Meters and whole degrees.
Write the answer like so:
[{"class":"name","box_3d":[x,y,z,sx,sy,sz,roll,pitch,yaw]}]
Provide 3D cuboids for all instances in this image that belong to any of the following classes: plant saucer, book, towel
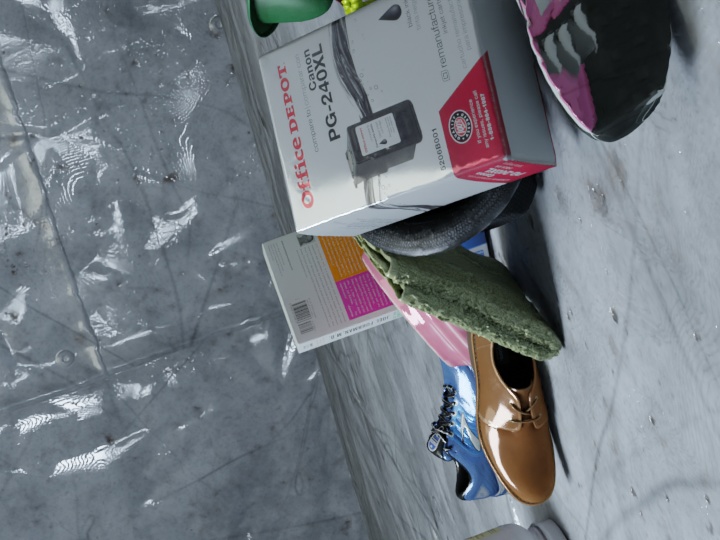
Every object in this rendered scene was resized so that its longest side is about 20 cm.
[{"class":"plant saucer","box_3d":[0.067,0.028,1.297,0.201,0.051,0.201,49,-176,-5]},{"class":"book","box_3d":[0.000,0.000,1.421,0.048,0.197,0.135,91,159,-65]},{"class":"towel","box_3d":[0.081,0.008,1.081,0.198,0.037,0.149,25,-162,-30]}]

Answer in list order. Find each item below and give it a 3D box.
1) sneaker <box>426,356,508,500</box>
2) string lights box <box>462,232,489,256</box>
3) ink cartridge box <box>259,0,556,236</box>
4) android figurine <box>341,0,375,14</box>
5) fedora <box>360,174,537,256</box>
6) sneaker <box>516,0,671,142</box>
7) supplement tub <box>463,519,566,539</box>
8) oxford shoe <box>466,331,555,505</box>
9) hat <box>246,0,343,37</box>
[{"class":"sneaker","box_3d":[0.116,0.175,1.407,0.079,0.088,0.203,-147,40,-75]},{"class":"string lights box","box_3d":[0.071,-0.104,1.216,0.103,0.058,0.203,-123,17,-66]},{"class":"ink cartridge box","box_3d":[0.031,-0.121,0.923,0.083,0.198,0.148,-4,-101,-54]},{"class":"android figurine","box_3d":[0.021,-0.216,1.382,0.182,0.041,0.203,-154,45,-79]},{"class":"fedora","box_3d":[0.078,-0.088,1.022,0.091,0.200,0.202,27,-152,-45]},{"class":"sneaker","box_3d":[0.128,-0.165,0.726,0.086,0.079,0.203,60,-164,-70]},{"class":"supplement tub","box_3d":[0.132,0.357,1.307,0.145,0.197,0.147,162,90,-82]},{"class":"oxford shoe","box_3d":[0.148,0.134,1.181,0.071,0.070,0.203,-168,61,-78]},{"class":"hat","box_3d":[-0.038,-0.357,1.552,0.166,0.173,0.202,81,-155,-58]}]
